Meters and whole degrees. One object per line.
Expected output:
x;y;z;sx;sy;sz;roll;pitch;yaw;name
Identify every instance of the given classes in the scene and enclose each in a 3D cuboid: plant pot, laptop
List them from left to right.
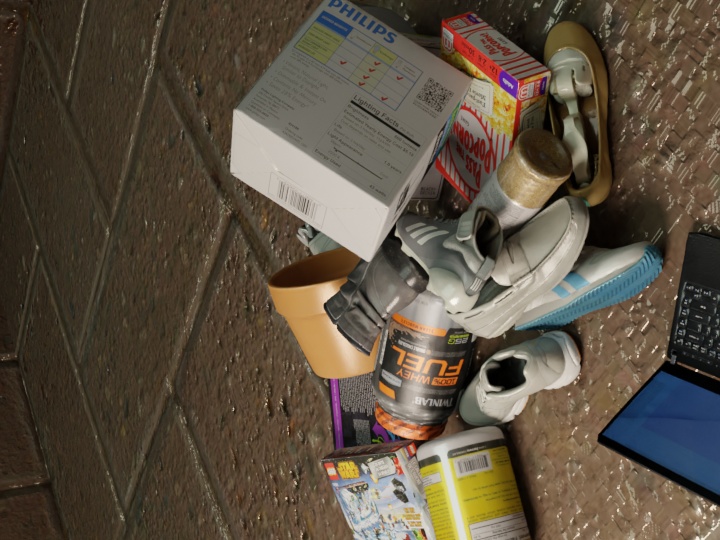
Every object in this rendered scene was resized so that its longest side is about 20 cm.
-0.015;0.055;1.274;0.198;0.197;0.143;3;113;56;plant pot
0.320;0.083;0.829;0.176;0.101;0.205;23;111;53;laptop

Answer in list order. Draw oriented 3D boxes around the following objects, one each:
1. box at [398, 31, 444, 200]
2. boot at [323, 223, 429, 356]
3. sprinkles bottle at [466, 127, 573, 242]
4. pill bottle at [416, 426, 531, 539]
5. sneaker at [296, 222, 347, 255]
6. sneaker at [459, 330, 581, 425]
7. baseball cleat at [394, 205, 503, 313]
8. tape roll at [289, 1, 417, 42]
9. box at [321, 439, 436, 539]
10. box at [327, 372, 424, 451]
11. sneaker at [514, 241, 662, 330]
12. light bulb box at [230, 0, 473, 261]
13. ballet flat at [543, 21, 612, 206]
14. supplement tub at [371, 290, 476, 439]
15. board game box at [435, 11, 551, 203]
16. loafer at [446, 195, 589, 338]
0.063;-0.196;1.188;0.060;0.114;0.204;40;125;50;box
0.000;0.000;1.122;0.132;0.069;0.201;-46;33;13;boot
0.153;-0.065;1.007;0.069;0.067;0.201;68;151;25;sprinkles bottle
0.140;0.298;1.106;0.112;0.110;0.205;-33;65;52;pill bottle
-0.019;-0.073;1.369;0.082;0.074;0.200;60;142;12;sneaker
0.161;0.128;1.082;0.200;0.090;0.077;-47;55;48;sneaker
0.100;-0.032;0.993;0.107;0.069;0.201;-52;30;14;baseball cleat
-0.007;-0.241;1.211;0.066;0.196;0.205;31;117;54;tape roll
0.033;0.313;1.299;0.199;0.039;0.139;-21;93;55;box
0.018;0.196;1.351;0.198;0.035;0.147;-8;87;57;box
0.230;0.003;0.987;0.199;0.075;0.083;-29;63;50;sneaker
-0.011;-0.160;1.033;0.196;0.202;0.125;32;153;5;light bulb box
0.229;-0.170;0.980;0.067;0.063;0.205;-13;83;28;ballet flat
0.082;0.100;1.172;0.122;0.120;0.205;34;121;49;supplement tub
0.146;-0.168;1.068;0.152;0.045;0.203;51;152;42;board game box
0.163;-0.002;0.973;0.201;0.069;0.071;-55;31;35;loafer
